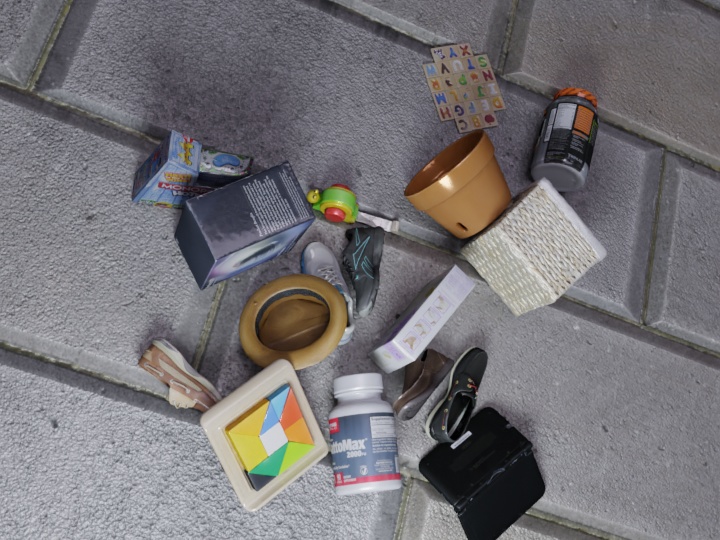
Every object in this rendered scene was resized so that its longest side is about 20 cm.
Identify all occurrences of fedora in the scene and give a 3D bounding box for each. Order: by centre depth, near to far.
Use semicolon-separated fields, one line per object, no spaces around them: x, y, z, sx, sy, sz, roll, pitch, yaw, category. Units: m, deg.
-0.116;0.103;1.549;0.198;0.082;0.203;-4;63;8;fedora

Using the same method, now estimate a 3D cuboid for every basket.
0.336;-0.038;1.700;0.161;0.198;0.200;-42;91;-20;basket

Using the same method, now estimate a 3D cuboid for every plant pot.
0.205;-0.160;1.698;0.140;0.200;0.200;49;65;-13;plant pot

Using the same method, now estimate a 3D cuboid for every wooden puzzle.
-0.155;0.280;1.454;0.184;0.037;0.202;-34;114;-26;wooden puzzle

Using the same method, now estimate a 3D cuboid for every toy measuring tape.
-0.009;-0.120;1.674;0.198;0.074;0.074;17;69;-13;toy measuring tape

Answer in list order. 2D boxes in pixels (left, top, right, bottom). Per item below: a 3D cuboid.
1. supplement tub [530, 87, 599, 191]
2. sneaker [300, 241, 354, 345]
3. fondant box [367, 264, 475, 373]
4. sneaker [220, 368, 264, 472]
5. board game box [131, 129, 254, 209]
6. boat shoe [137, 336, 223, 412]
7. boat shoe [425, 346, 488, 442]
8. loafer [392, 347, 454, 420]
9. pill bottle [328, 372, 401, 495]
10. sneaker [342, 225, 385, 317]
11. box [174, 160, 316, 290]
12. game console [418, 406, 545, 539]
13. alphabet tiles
0.442;-0.281;1.845;0.121;0.123;0.202;23;68;-11;supplement tub
-0.050;0.033;1.607;0.074;0.087;0.202;-17;79;-21;sneaker
0.113;0.093;1.611;0.058;0.144;0.200;42;66;-3;fondant box
-0.174;0.266;1.512;0.090;0.076;0.202;25;75;-20;sneaker
-0.295;-0.170;1.521;0.197;0.200;0.062;7;71;-16;board game box
-0.302;0.205;1.483;0.200;0.076;0.072;43;69;7;boat shoe
0.196;0.236;1.632;0.074;0.063;0.202;44;64;-29;boat shoe
0.104;0.208;1.594;0.071;0.073;0.200;38;32;10;loafer
0.004;0.290;1.530;0.118;0.120;0.203;-1;74;-19;pill bottle
0.000;0.000;1.638;0.078;0.076;0.202;9;52;-4;sneaker
-0.209;-0.075;1.524;0.197;0.200;0.124;-24;83;-22;box
0.231;0.393;1.631;0.199;0.117;0.176;-34;57;-24;game console
0.226;-0.398;1.870;0.165;0.006;0.202;-13;79;-22;alphabet tiles
